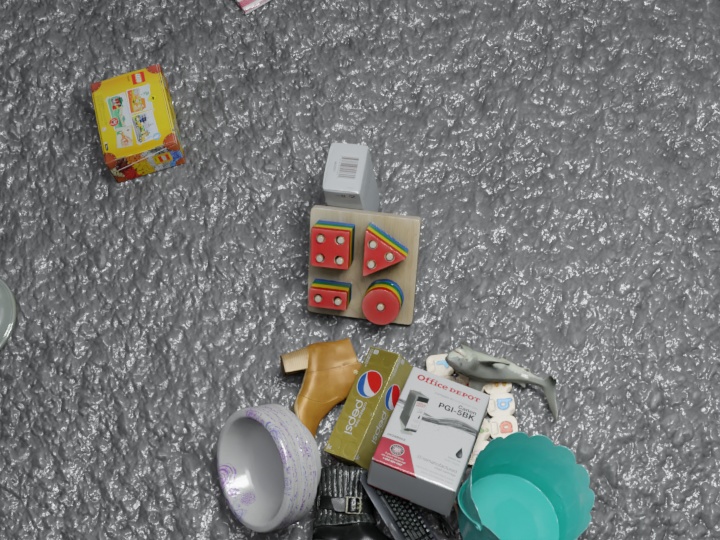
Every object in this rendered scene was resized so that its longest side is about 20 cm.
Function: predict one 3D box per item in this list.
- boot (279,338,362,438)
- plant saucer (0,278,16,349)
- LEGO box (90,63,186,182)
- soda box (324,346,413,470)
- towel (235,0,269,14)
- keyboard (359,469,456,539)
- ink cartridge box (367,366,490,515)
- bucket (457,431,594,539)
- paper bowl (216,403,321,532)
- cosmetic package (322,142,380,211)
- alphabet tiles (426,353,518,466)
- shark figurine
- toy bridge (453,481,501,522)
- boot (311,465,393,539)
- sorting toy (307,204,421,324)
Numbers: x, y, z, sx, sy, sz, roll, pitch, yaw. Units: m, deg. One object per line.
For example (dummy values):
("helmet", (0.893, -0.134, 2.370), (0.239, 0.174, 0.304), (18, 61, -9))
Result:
("boot", (-0.054, 0.224, 1.701), (0.142, 0.071, 0.204), (-9, 79, -14))
("plant saucer", (-0.755, 0.087, 1.841), (0.198, 0.050, 0.202), (-2, 66, 6))
("LEGO box", (-0.449, -0.298, 1.962), (0.147, 0.077, 0.202), (-16, 65, -2))
("soda box", (0.017, 0.238, 1.673), (0.067, 0.064, 0.202), (11, 68, 36))
("towel", (-0.240, -0.659, 2.129), (0.146, 0.030, 0.201), (-33, 70, -9))
("keyboard", (0.090, 0.400, 1.589), (0.126, 0.021, 0.201), (-13, 62, -46))
("ink cartridge box", (0.114, 0.275, 1.596), (0.145, 0.083, 0.201), (19, 49, 10))
("bucket", (0.252, 0.372, 1.538), (0.205, 0.135, 0.209), (6, 53, -8))
("paper bowl", (-0.143, 0.323, 1.613), (0.104, 0.201, 0.202), (-4, 56, -45))
("cosmetic package", (-0.015, -0.139, 1.780), (0.073, 0.200, 0.103), (7, 65, 10))
("alphabet tiles", (0.171, 0.241, 1.696), (0.193, 0.015, 0.202), (-6, 66, 4))
("shark figurine", (0.234, 0.191, 1.677), (0.212, 0.128, 0.090), (18, 94, -5))
("toy bridge", (0.205, 0.426, 1.604), (0.200, 0.027, 0.067), (41, 77, 19))
("boot", (0.019, 0.412, 1.603), (0.209, 0.080, 0.159), (15, 54, -3))
("sorting toy", (0.000, 0.000, 1.723), (0.196, 0.202, 0.070), (7, 22, 9))
